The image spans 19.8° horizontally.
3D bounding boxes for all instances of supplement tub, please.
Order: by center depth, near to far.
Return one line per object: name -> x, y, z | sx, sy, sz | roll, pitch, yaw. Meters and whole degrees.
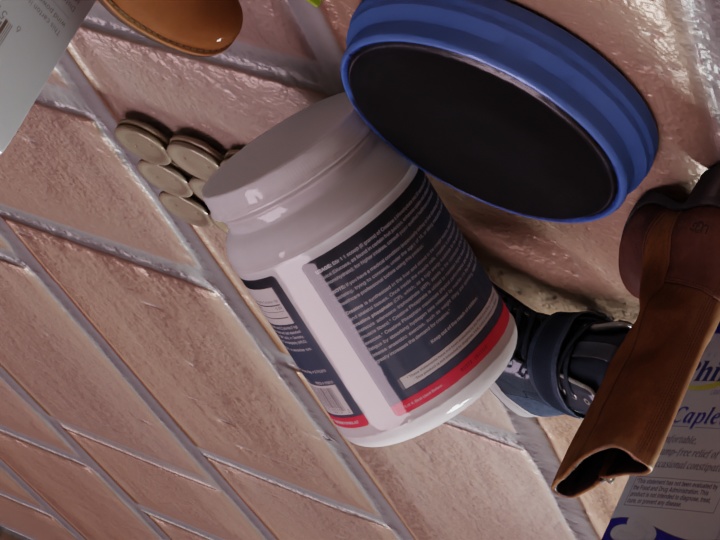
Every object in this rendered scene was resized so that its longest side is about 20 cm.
supplement tub -> 0.000, 0.000, 1.344 | 0.140, 0.140, 0.201 | -5, 121, 58

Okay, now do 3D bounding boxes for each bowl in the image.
bowl -> 0.078, -0.094, 1.222 | 0.199, 0.040, 0.201 | 25, 161, 9

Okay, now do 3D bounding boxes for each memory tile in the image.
memory tile -> -0.087, -0.056, 1.581 | 0.199, 0.017, 0.153 | 18, 158, 26

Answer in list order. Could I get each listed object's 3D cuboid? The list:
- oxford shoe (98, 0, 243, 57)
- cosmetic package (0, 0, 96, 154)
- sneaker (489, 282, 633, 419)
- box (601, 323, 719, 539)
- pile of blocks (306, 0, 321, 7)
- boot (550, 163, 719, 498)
oxford shoe -> -0.127, -0.196, 1.203 | 0.071, 0.072, 0.200 | 1, 146, 43
cosmetic package -> -0.296, -0.193, 1.288 | 0.199, 0.167, 0.167 | 11, 154, 39
sneaker -> 0.112, 0.039, 1.449 | 0.202, 0.077, 0.146 | 36, 163, -28
box -> 0.277, 0.156, 1.338 | 0.184, 0.201, 0.105 | 38, 157, -27
pile of blocks -> -0.006, -0.177, 1.061 | 0.062, 0.082, 0.200 | 33, 160, -14
boot -> 0.169, 0.049, 1.214 | 0.068, 0.201, 0.188 | 32, 161, -13
